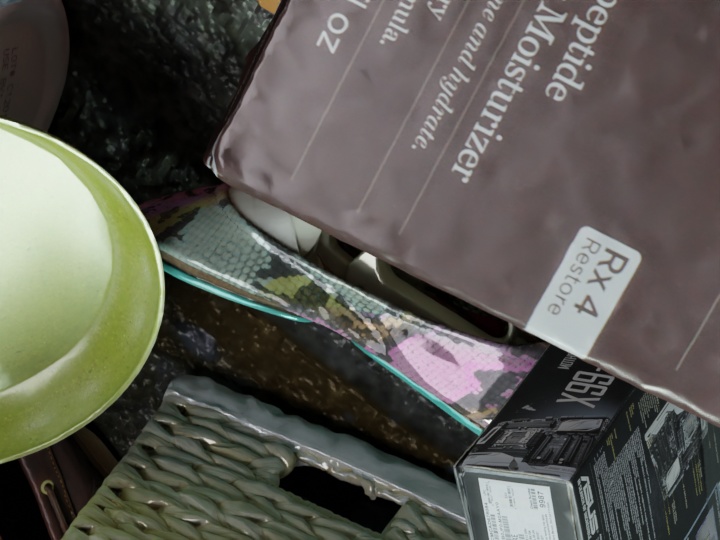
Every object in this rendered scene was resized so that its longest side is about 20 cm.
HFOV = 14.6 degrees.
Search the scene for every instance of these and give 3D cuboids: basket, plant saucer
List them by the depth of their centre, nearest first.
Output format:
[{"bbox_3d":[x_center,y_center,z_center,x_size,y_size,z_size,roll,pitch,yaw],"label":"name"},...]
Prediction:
[{"bbox_3d":[-0.181,0.004,1.168,0.200,0.031,0.200,-5,132,-5],"label":"plant saucer"},{"bbox_3d":[-0.043,0.192,1.262,0.198,0.161,0.200,23,130,15],"label":"basket"}]

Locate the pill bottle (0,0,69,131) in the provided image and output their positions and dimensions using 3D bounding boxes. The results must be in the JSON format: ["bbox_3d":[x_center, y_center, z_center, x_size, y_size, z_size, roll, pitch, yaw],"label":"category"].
[{"bbox_3d":[-0.235,-0.104,1.215,0.200,0.109,0.109,20,128,18],"label":"pill bottle"}]

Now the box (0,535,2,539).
[{"bbox_3d":[-0.265,0.181,1.314,0.200,0.122,0.193,7,138,23],"label":"box"}]

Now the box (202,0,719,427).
[{"bbox_3d":[0.077,-0.080,0.954,0.200,0.164,0.166,26,107,-4],"label":"box"}]

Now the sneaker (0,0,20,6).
[{"bbox_3d":[-0.088,-0.177,1.056,0.200,0.070,0.082,-35,86,25],"label":"sneaker"}]

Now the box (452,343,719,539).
[{"bbox_3d":[0.107,0.120,1.127,0.050,0.158,0.200,4,122,28],"label":"box"}]

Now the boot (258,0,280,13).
[{"bbox_3d":[0.010,-0.097,1.102,0.154,0.074,0.200,13,113,22],"label":"boot"}]

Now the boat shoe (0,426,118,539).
[{"bbox_3d":[-0.179,0.070,1.322,0.200,0.070,0.070,52,134,-6],"label":"boat shoe"}]

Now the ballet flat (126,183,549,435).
[{"bbox_3d":[0.000,0.000,1.180,0.200,0.069,0.071,28,112,7],"label":"ballet flat"}]
